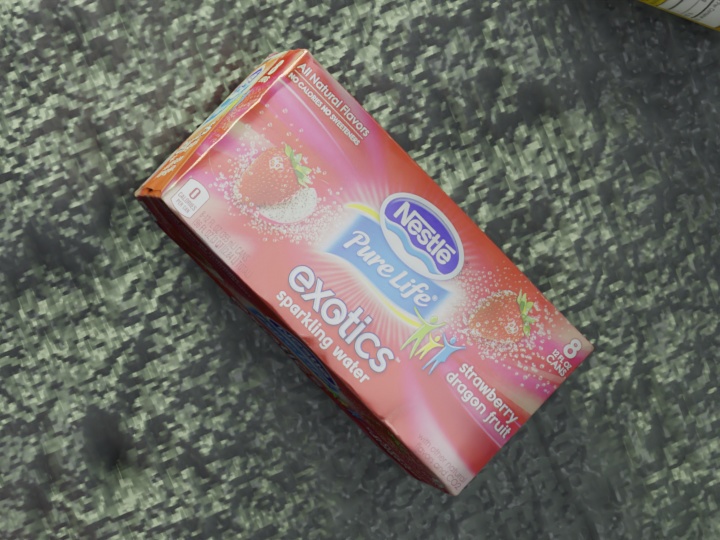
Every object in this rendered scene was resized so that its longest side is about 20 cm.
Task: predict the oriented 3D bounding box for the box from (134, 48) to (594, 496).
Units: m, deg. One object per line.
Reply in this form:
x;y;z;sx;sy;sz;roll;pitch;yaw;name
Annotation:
0.000;0.000;1.377;0.100;0.095;0.200;-45;100;-8;box

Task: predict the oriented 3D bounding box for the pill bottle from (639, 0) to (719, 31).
0.157;-0.179;1.395;0.199;0.112;0.113;19;88;-13;pill bottle
